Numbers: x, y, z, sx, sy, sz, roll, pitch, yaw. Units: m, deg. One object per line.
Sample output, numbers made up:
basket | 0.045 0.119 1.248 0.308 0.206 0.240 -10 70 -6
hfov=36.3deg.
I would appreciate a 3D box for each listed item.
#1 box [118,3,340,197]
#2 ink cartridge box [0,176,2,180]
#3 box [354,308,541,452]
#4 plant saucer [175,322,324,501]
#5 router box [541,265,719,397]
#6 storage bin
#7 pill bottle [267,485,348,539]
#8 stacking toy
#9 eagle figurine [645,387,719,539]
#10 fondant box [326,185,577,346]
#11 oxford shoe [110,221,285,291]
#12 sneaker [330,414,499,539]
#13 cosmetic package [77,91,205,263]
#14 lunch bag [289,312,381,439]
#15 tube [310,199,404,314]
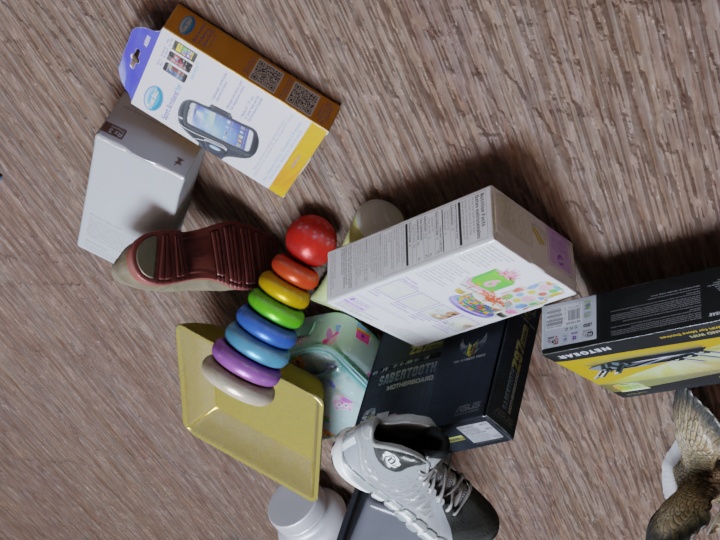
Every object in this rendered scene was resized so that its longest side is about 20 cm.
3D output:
box | -0.129 -0.162 1.033 0.198 0.042 0.119 33 142 -8
ink cartridge box | -0.529 -0.128 1.264 0.199 0.067 0.115 41 140 -23
box | 0.087 0.113 1.152 0.198 0.159 0.051 -20 130 44
plant saucer | -0.119 0.154 1.279 0.198 0.049 0.202 25 139 18
router box | 0.292 0.062 1.026 0.198 0.053 0.156 -16 149 41
storage bin | 0.062 0.279 1.351 0.143 0.201 0.136 19 134 5
pill bottle | -0.050 0.391 1.603 0.111 0.113 0.201 -6 135 33
stacking toy | -0.086 0.035 1.140 0.084 0.202 0.085 27 -174 -3
eagle figurine | 0.354 0.215 1.135 0.198 0.153 0.151 19 128 -43
fondant box | 0.086 0.003 1.049 0.198 0.059 0.143 -20 147 36
oxford shoe | -0.168 -0.011 1.159 0.198 0.072 0.074 4 167 -40
sneaker | 0.074 0.205 1.081 0.198 0.076 0.116 30 142 -12
cosmetic package | -0.232 -0.082 1.158 0.100 0.075 0.201 26 141 -4
lunch bag | -0.050 0.126 1.305 0.198 0.078 0.160 -17 129 44
tube | 0.000 0.000 1.156 0.058 0.051 0.201 58 154 18
